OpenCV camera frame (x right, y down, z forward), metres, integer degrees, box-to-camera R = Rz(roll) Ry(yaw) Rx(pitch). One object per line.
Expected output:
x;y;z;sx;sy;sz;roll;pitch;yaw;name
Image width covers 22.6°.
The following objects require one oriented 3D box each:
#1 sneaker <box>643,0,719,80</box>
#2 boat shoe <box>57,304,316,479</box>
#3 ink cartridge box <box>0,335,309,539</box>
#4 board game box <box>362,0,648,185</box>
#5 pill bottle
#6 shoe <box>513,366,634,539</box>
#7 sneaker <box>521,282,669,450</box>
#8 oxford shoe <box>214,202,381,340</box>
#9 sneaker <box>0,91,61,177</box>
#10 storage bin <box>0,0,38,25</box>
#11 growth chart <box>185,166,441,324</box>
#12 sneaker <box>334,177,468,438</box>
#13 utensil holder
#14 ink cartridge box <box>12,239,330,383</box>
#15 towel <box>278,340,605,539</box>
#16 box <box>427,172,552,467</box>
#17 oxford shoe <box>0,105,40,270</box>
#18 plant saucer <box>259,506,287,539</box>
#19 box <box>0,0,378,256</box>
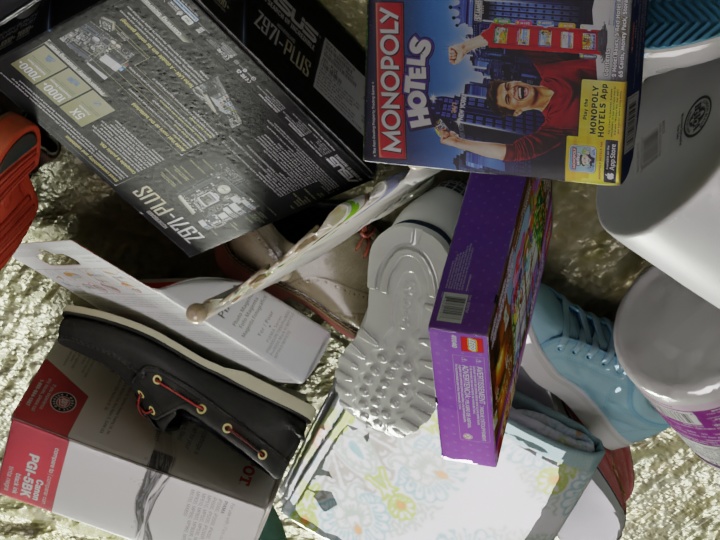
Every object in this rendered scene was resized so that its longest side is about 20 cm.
0.136;-0.135;1.068;0.200;0.077;0.081;-6;148;28;sneaker
-0.134;0.085;1.303;0.201;0.063;0.074;26;169;6;boat shoe
-0.155;0.132;1.372;0.200;0.147;0.083;20;124;0;ink cartridge box
0.059;-0.159;1.002;0.200;0.062;0.200;8;107;19;board game box
0.259;0.075;1.241;0.112;0.112;0.200;-11;148;26;pill bottle
0.141;0.113;1.364;0.071;0.091;0.200;-29;98;24;shoe
0.172;0.055;1.291;0.082;0.074;0.200;-24;138;24;sneaker
0.000;0.000;1.261;0.200;0.071;0.075;18;136;-9;oxford shoe
-0.247;-0.078;1.222;0.075;0.071;0.200;27;138;-7;sneaker
-0.228;-0.222;1.030;0.200;0.094;0.135;-24;129;35;storage bin
-0.013;-0.029;1.148;0.200;0.145;0.018;-34;86;21;growth chart
0.038;0.030;1.214;0.076;0.081;0.200;24;132;7;sneaker
0.266;-0.040;1.069;0.200;0.170;0.170;31;137;-19;utensil holder
-0.142;0.014;1.281;0.200;0.057;0.162;38;161;-24;ink cartridge box
0.054;0.150;1.322;0.200;0.048;0.171;27;118;0;towel
0.086;0.003;1.137;0.039;0.200;0.137;8;142;13;box
-0.258;-0.050;1.183;0.072;0.071;0.200;33;142;6;oxford shoe
-0.152;0.180;1.484;0.200;0.036;0.200;16;177;1;plant saucer
-0.105;-0.120;1.127;0.164;0.086;0.200;-22;130;34;box
